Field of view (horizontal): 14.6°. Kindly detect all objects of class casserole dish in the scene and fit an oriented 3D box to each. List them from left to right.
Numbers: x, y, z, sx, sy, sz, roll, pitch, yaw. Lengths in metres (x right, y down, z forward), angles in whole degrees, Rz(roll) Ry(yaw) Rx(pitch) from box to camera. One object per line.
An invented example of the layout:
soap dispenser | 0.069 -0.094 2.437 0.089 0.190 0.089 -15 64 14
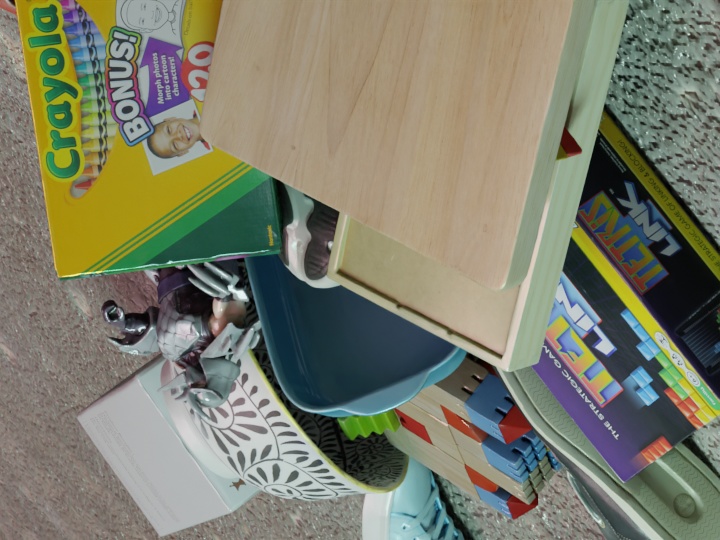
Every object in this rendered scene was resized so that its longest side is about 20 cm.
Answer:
casserole dish | 0.000 0.000 1.601 0.039 0.121 0.200 49 -158 -56

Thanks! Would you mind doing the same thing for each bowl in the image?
bowl | -0.063 0.072 1.771 0.201 0.094 0.201 50 -160 -26

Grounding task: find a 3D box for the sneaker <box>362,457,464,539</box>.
sneaker | 0.054 0.194 1.922 0.082 0.074 0.200 9 134 20

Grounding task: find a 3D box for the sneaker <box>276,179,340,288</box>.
sneaker | 0.002 -0.090 1.489 0.081 0.083 0.200 32 122 36

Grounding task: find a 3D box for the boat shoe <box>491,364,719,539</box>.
boat shoe | 0.125 0.088 1.575 0.200 0.072 0.068 52 155 1

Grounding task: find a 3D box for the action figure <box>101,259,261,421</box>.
action figure | -0.110 -0.004 1.662 0.130 0.069 0.200 -33 64 45

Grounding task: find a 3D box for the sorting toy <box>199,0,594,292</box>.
sorting toy | 0.033 -0.123 1.334 0.199 0.070 0.200 28 117 33

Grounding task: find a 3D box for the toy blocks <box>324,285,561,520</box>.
toy blocks | 0.067 0.082 1.681 0.137 0.100 0.200 31 161 29

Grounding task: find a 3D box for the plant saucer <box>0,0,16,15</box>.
plant saucer | -0.204 -0.229 1.611 0.200 0.037 0.200 18 -120 -77

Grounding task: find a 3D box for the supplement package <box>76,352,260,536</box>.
supplement package | -0.108 0.106 2.033 0.117 0.117 0.200 56 159 -2

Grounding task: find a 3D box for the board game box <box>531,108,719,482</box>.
board game box | 0.120 0.002 1.477 0.200 0.057 0.165 52 158 6

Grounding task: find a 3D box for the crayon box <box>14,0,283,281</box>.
crayon box | -0.110 -0.103 1.446 0.058 0.119 0.200 -93 -4 -78

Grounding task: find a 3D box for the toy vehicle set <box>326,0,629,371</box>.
toy vehicle set | 0.055 -0.064 1.394 0.124 0.027 0.200 28 117 33
